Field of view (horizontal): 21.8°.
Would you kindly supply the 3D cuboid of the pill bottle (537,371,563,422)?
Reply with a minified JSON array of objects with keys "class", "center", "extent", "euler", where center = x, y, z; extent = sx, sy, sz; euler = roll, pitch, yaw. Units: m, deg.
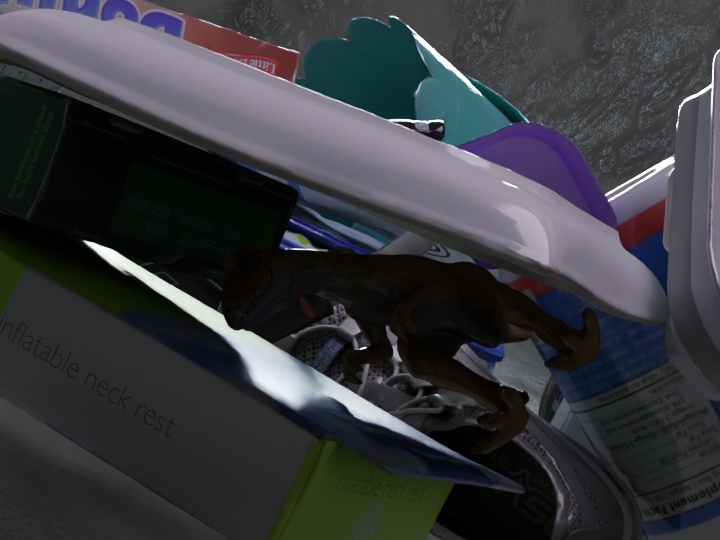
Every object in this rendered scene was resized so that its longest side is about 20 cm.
[{"class":"pill bottle","center":[0.155,0.086,0.977],"extent":[0.119,0.120,0.200],"euler":[27,3,-3]}]

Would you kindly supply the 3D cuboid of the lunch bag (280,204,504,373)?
[{"class":"lunch bag","center":[-0.032,0.014,0.958],"extent":[0.199,0.083,0.161],"euler":[25,7,-21]}]

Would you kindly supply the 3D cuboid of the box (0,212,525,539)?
[{"class":"box","center":[-0.055,0.040,0.618],"extent":[0.199,0.048,0.122],"euler":[28,4,25]}]

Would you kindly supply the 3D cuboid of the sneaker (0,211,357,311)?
[{"class":"sneaker","center":[-0.092,-0.009,0.821],"extent":[0.199,0.080,0.075],"euler":[25,4,-19]}]

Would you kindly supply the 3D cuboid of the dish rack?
[{"class":"dish rack","center":[0.172,0.031,0.675],"extent":[0.200,0.043,0.172],"euler":[45,34,-21]}]

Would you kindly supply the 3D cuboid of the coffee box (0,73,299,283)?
[{"class":"coffee box","center":[-0.133,-0.047,0.671],"extent":[0.199,0.044,0.123],"euler":[20,0,37]}]

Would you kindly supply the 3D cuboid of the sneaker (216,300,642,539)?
[{"class":"sneaker","center":[0.022,0.056,0.745],"extent":[0.199,0.075,0.082],"euler":[29,2,20]}]

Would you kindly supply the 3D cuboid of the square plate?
[{"class":"square plate","center":[0.000,-0.034,0.607],"extent":[0.199,0.029,0.198],"euler":[23,2,20]}]

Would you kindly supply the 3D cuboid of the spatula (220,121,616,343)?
[{"class":"spatula","center":[0.000,0.000,0.727],"extent":[0.057,0.199,0.021],"euler":[58,17,-21]}]

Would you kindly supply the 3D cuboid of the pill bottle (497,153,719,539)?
[{"class":"pill bottle","center":[0.151,0.056,0.772],"extent":[0.201,0.112,0.112],"euler":[60,4,0]}]

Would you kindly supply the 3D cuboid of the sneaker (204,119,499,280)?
[{"class":"sneaker","center":[-0.003,-0.057,0.944],"extent":[0.199,0.073,0.072],"euler":[24,8,-7]}]

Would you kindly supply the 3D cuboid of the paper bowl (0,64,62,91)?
[{"class":"paper bowl","center":[-0.230,-0.153,0.892],"extent":[0.200,0.202,0.104],"euler":[29,23,31]}]

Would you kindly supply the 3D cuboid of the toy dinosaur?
[{"class":"toy dinosaur","center":[0.037,0.015,0.671],"extent":[0.106,0.061,0.200],"euler":[38,14,37]}]

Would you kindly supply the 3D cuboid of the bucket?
[{"class":"bucket","center":[0.016,-0.039,1.154],"extent":[0.135,0.208,0.207],"euler":[31,1,-31]}]

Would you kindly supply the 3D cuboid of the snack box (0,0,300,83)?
[{"class":"snack box","center":[-0.124,-0.092,0.680],"extent":[0.199,0.024,0.072],"euler":[15,-10,-34]}]

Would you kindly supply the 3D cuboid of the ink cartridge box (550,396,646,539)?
[{"class":"ink cartridge box","center":[0.175,0.059,0.851],"extent":[0.145,0.201,0.048],"euler":[28,1,-1]}]
